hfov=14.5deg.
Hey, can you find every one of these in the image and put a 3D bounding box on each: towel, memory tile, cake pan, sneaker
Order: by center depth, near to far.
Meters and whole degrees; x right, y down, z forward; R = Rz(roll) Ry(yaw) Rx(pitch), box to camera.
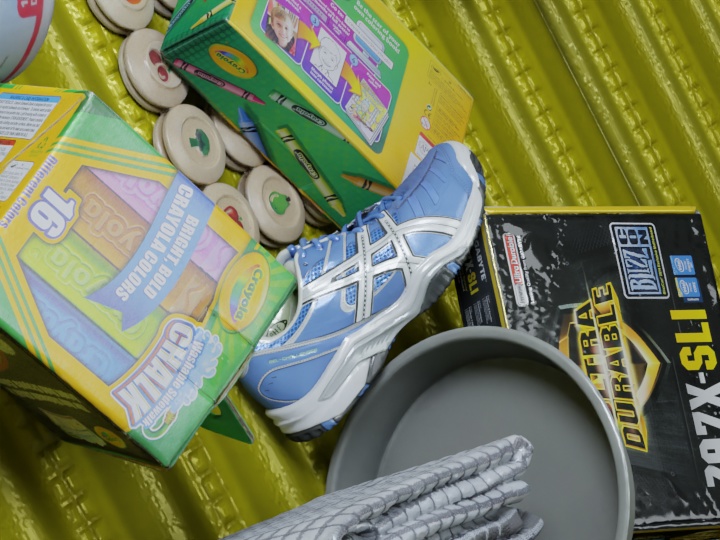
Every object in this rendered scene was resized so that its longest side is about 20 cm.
[{"bbox_3d":[-0.011,0.164,1.487,0.200,0.165,0.086,-18,89,-53],"label":"towel"},{"bbox_3d":[0.070,0.132,1.577,0.037,0.200,0.201,13,61,-54],"label":"cake pan"},{"bbox_3d":[0.000,0.000,1.617,0.077,0.076,0.200,41,72,-16],"label":"sneaker"},{"bbox_3d":[-0.081,-0.107,1.673,0.153,0.017,0.200,-24,90,-54],"label":"memory tile"}]

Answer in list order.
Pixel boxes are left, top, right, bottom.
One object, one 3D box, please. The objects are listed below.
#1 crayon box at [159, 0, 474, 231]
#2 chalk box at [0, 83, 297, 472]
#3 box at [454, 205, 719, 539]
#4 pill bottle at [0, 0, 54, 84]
[{"bbox_3d":[-0.022,-0.116,1.689,0.200,0.058,0.119,44,41,-28],"label":"crayon box"},{"bbox_3d":[-0.126,0.015,1.426,0.200,0.124,0.124,43,73,-28],"label":"chalk box"},{"bbox_3d":[0.145,0.062,1.658,0.159,0.049,0.200,0,70,-32],"label":"box"},{"bbox_3d":[-0.252,-0.130,1.394,0.200,0.109,0.109,-21,87,-54],"label":"pill bottle"}]
